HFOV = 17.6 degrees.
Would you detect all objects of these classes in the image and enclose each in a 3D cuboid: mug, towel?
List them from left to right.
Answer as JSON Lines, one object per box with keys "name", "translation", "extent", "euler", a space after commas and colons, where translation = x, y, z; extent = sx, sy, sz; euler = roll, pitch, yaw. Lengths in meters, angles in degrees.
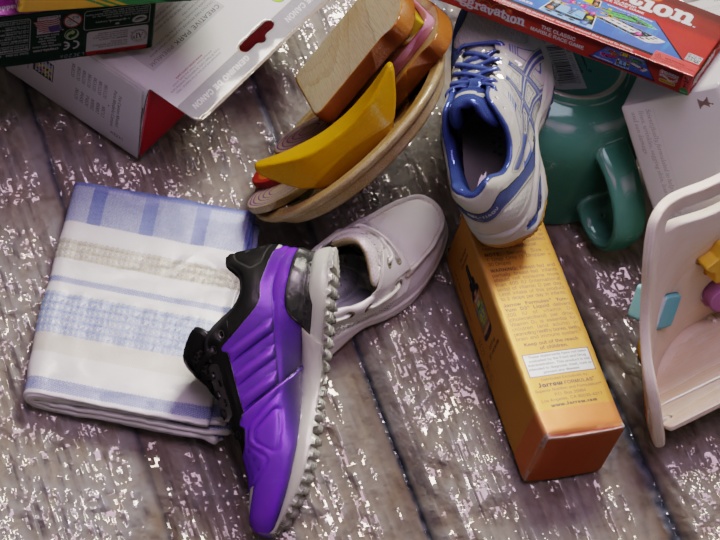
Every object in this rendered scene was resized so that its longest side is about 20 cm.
{"name": "towel", "translation": [-0.152, 0.027, 1.654], "extent": [0.146, 0.024, 0.200], "euler": [10, 52, -4]}
{"name": "mug", "translation": [0.160, -0.121, 1.778], "extent": [0.185, 0.115, 0.152], "euler": [29, 53, 8]}

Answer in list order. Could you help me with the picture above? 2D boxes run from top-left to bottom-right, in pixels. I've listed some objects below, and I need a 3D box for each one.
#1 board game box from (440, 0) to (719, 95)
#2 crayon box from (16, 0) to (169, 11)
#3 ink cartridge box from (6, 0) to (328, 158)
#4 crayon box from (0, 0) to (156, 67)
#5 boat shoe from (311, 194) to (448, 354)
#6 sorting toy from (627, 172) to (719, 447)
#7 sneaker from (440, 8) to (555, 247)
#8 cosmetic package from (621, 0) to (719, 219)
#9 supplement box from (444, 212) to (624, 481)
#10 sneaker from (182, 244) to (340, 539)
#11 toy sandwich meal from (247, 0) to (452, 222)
{"name": "board game box", "translation": [0.163, -0.190, 1.697], "extent": [0.200, 0.019, 0.103], "euler": [23, 35, 14]}
{"name": "crayon box", "translation": [-0.175, -0.279, 1.659], "extent": [0.172, 0.058, 0.200], "euler": [-5, 53, -18]}
{"name": "ink cartridge box", "translation": [-0.138, -0.188, 1.769], "extent": [0.175, 0.084, 0.200], "euler": [34, 55, 13]}
{"name": "crayon box", "translation": [-0.266, -0.227, 1.686], "extent": [0.199, 0.058, 0.173], "euler": [-9, 53, -17]}
{"name": "boat shoe", "translation": [0.000, 0.000, 1.681], "extent": [0.071, 0.069, 0.200], "euler": [37, 55, 14]}
{"name": "sorting toy", "translation": [0.266, -0.001, 1.653], "extent": [0.200, 0.180, 0.107], "euler": [-25, 45, -8]}
{"name": "sneaker", "translation": [0.095, -0.121, 1.667], "extent": [0.075, 0.088, 0.201], "euler": [-14, 63, 19]}
{"name": "cosmetic package", "translation": [0.266, -0.123, 1.760], "extent": [0.081, 0.113, 0.200], "euler": [-10, 22, 25]}
{"name": "supplement box", "translation": [0.122, 0.048, 1.679], "extent": [0.069, 0.067, 0.200], "euler": [-9, 58, -19]}
{"name": "sneaker", "translation": [-0.073, 0.079, 1.582], "extent": [0.099, 0.070, 0.201], "euler": [7, 84, 4]}
{"name": "toy sandwich meal", "translation": [-0.016, -0.121, 1.689], "extent": [0.070, 0.205, 0.205], "euler": [45, 51, -21]}
